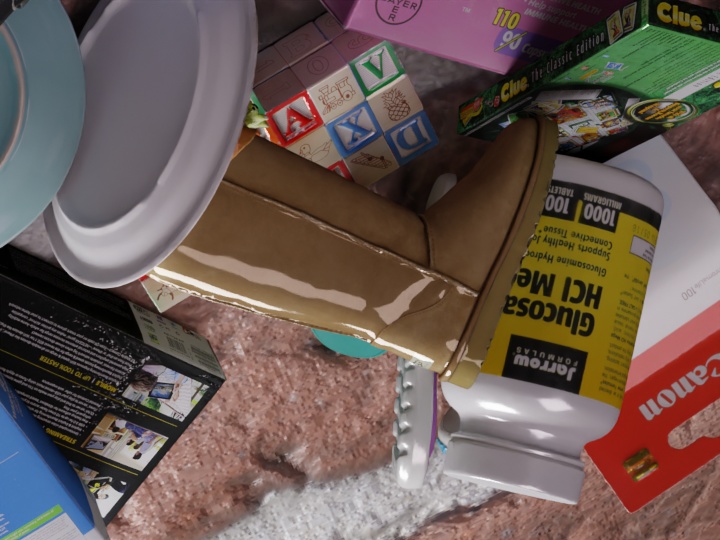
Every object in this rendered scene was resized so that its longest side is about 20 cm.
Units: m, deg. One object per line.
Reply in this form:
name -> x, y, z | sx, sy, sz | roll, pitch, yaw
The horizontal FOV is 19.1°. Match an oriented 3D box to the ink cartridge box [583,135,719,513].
ink cartridge box -> 0.179, 0.029, 1.377 | 0.160, 0.200, 0.047 | -34, 157, -1

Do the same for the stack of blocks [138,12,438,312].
stack of blocks -> -0.067, -0.078, 1.275 | 0.200, 0.059, 0.115 | -31, 130, -3

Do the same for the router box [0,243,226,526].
router box -> -0.205, 0.073, 1.318 | 0.200, 0.051, 0.149 | 28, 109, -36

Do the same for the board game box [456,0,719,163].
board game box -> 0.149, -0.105, 1.217 | 0.105, 0.024, 0.200 | 13, 161, -25

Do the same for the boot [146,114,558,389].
boot -> -0.002, -0.043, 1.205 | 0.200, 0.066, 0.175 | 23, 72, -6

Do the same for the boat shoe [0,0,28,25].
boat shoe -> -0.195, -0.158, 1.106 | 0.200, 0.069, 0.057 | -53, 147, -42

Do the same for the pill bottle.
pill bottle -> 0.113, 0.036, 1.311 | 0.112, 0.112, 0.200 | 17, 81, -33

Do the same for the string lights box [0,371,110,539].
string lights box -> -0.239, 0.114, 1.261 | 0.103, 0.059, 0.200 | -29, 130, -1

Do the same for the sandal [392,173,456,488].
sandal -> 0.054, 0.039, 1.372 | 0.050, 0.082, 0.203 | 7, 96, -5

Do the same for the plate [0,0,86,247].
plate -> -0.247, -0.095, 1.143 | 0.200, 0.026, 0.201 | -1, 96, -7

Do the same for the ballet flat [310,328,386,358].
ballet flat -> 0.000, 0.000, 1.329 | 0.067, 0.067, 0.200 | 14, 165, 8

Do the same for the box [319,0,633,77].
box -> 0.087, -0.222, 1.225 | 0.176, 0.097, 0.200 | 13, 115, -31

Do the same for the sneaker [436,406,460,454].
sneaker -> 0.129, 0.055, 1.454 | 0.200, 0.077, 0.081 | -37, 123, -7

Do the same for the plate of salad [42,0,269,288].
plate of salad -> -0.110, -0.085, 1.161 | 0.048, 0.200, 0.200 | 18, 113, -36
